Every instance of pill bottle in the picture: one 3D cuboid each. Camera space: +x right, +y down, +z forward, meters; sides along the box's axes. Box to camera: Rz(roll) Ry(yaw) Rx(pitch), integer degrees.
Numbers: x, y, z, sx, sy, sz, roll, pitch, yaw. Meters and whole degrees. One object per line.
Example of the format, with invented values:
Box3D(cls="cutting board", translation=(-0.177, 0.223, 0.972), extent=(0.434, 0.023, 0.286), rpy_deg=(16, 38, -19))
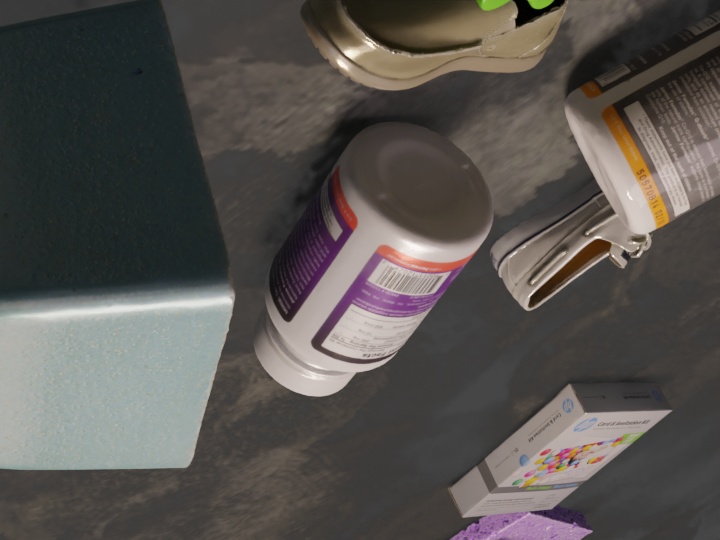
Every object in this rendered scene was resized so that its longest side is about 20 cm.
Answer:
Box3D(cls="pill bottle", translation=(0.254, -0.119, 1.206), extent=(0.199, 0.117, 0.116), rpy_deg=(-28, 154, 4))
Box3D(cls="pill bottle", translation=(0.000, 0.000, 1.193), extent=(0.111, 0.112, 0.200), rpy_deg=(-6, 147, -36))

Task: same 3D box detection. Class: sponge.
Box3D(cls="sponge", translation=(0.189, 0.314, 2.023), extent=(0.111, 0.030, 0.200), rpy_deg=(-35, 153, 17))

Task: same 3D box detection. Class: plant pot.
Box3D(cls="plant pot", translation=(-0.196, -0.008, 0.927), extent=(0.199, 0.197, 0.196), rpy_deg=(-6, 149, -17))

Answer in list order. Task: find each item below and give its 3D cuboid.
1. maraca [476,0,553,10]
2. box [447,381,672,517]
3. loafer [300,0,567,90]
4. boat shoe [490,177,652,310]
Box3D(cls="maraca", translation=(0.136, -0.214, 0.933), extent=(0.200, 0.107, 0.137), rpy_deg=(-35, 143, 13))
Box3D(cls="box", translation=(0.210, 0.188, 1.804), extent=(0.155, 0.041, 0.200), rpy_deg=(3, 140, -46))
Box3D(cls="loafer", translation=(0.048, -0.156, 1.006), extent=(0.199, 0.076, 0.068), rpy_deg=(-13, 151, -45))
Box3D(cls="boat shoe", translation=(0.201, -0.035, 1.358), extent=(0.199, 0.070, 0.071), rpy_deg=(-31, 153, 9))
